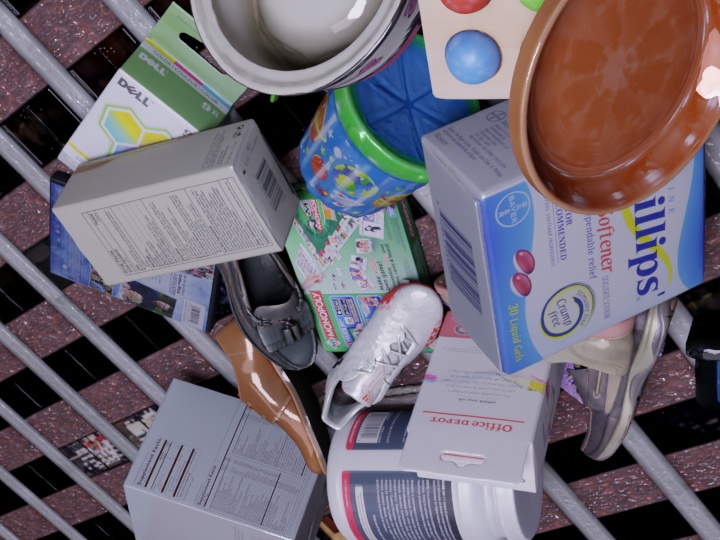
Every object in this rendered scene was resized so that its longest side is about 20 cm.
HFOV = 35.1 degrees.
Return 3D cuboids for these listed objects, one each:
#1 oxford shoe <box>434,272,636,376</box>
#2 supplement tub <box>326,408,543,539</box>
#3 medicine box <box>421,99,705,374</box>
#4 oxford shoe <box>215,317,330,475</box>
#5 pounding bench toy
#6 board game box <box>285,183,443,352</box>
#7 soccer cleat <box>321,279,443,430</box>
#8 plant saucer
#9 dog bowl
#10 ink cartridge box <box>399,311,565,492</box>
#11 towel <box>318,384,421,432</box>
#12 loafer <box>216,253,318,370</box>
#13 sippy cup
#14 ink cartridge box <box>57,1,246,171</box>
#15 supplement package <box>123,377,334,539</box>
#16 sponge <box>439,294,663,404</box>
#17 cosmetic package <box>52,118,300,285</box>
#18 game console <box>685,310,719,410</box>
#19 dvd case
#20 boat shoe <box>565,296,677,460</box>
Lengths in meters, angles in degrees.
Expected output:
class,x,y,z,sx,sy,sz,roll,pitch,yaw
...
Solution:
class,x,y,z,sx,sy,sz,roll,pitch,yaw
oxford shoe,0.151,0.046,1.019,0.199,0.071,0.074,18,129,38
supplement tub,0.077,0.213,1.174,0.198,0.141,0.141,-4,128,23
medicine box,0.166,-0.047,0.913,0.198,0.103,0.183,-23,129,-12
oxford shoe,-0.090,0.138,1.233,0.071,0.071,0.201,-28,93,8
pounding bench toy,0.152,-0.207,0.806,0.198,0.157,0.125,3,131,19
board game box,0.000,0.000,1.139,0.133,0.029,0.201,0,130,23
soccer cleat,0.019,0.087,1.129,0.068,0.086,0.200,33,134,-9
plant saucer,0.179,-0.135,0.769,0.032,0.199,0.202,41,153,47
dog bowl,-0.031,-0.227,0.859,0.198,0.074,0.203,0,89,30
ink cartridge box,0.115,0.131,1.048,0.115,0.201,0.068,4,132,20
towel,0.055,0.184,1.276,0.198,0.035,0.133,-10,126,29
loafer,-0.097,0.020,1.142,0.201,0.072,0.063,63,162,-19
sippy cup,0.014,-0.114,0.972,0.179,0.139,0.130,58,143,6
ink cartridge box,-0.192,-0.143,1.069,0.104,0.060,0.200,38,133,-13
supplement package,-0.147,0.258,1.326,0.198,0.148,0.192,17,145,7
sponge,0.185,0.047,1.106,0.199,0.030,0.112,35,133,-10
cosmetic package,-0.168,-0.059,1.043,0.198,0.071,0.106,-9,130,24
game console,0.396,0.101,1.014,0.198,0.176,0.118,1,102,20
dvd case,-0.243,-0.018,1.229,0.198,0.018,0.143,21,134,5
boat shoe,0.234,0.090,1.065,0.073,0.075,0.202,22,126,14
